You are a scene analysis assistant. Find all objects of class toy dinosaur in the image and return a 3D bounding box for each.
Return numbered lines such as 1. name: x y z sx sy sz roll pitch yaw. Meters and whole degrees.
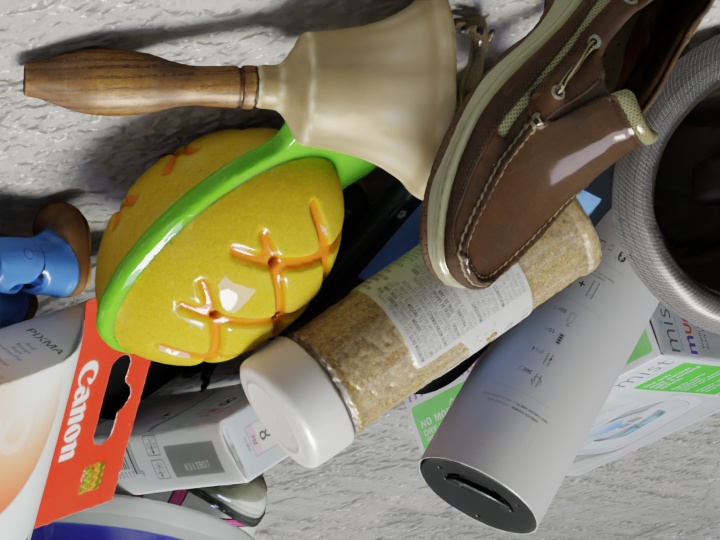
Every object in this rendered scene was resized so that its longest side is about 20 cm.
1. toy dinosaur: 0.069 -0.077 1.398 0.058 0.101 0.200 18 -154 17

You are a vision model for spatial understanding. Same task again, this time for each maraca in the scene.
1. maraca: -0.057 -0.027 1.430 0.200 0.107 0.137 -42 162 6

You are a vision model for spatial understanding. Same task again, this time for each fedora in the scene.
1. fedora: 0.225 -0.054 1.531 0.200 0.177 0.090 -28 -168 -10

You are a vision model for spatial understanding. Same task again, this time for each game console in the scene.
1. game console: 0.059 -0.018 1.527 0.200 0.031 0.177 -50 152 12

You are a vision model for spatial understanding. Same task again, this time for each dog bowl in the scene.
1. dog bowl: -0.167 0.207 1.771 0.200 0.079 0.200 5 160 2

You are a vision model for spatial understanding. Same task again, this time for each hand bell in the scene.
1. hand bell: -0.062 -0.090 1.319 0.200 0.104 0.104 2 156 -10

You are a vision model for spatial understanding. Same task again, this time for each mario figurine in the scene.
1. mario figurine: -0.226 -0.018 1.399 0.200 0.106 0.124 0 120 -61

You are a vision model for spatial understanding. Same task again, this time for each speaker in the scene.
1. speaker: 0.113 0.055 1.627 0.081 0.200 0.081 25 156 12

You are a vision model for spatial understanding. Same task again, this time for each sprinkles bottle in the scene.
1. sprinkles bottle: 0.033 0.023 1.455 0.200 0.068 0.068 -34 165 -17

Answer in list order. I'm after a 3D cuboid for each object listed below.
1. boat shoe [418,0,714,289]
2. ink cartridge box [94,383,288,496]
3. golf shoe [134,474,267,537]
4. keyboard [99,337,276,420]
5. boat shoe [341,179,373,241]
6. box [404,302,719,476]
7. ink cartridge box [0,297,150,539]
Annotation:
1. boat shoe: 0.102 -0.076 1.292 0.075 0.202 0.075 19 163 40
2. ink cartridge box: -0.058 0.079 1.723 0.200 0.057 0.162 -34 -166 -38
3. golf shoe: -0.154 0.164 1.848 0.200 0.092 0.073 -4 -164 -25
4. keyboard: -0.120 0.032 1.654 0.104 0.040 0.200 26 141 -28
5. boat shoe: 0.000 0.000 1.592 0.072 0.068 0.200 -22 161 11
6. box: 0.155 0.056 1.814 0.200 0.097 0.176 -28 159 33
7. ink cartridge box: -0.175 0.101 1.484 0.200 0.050 0.162 -17 133 -47
